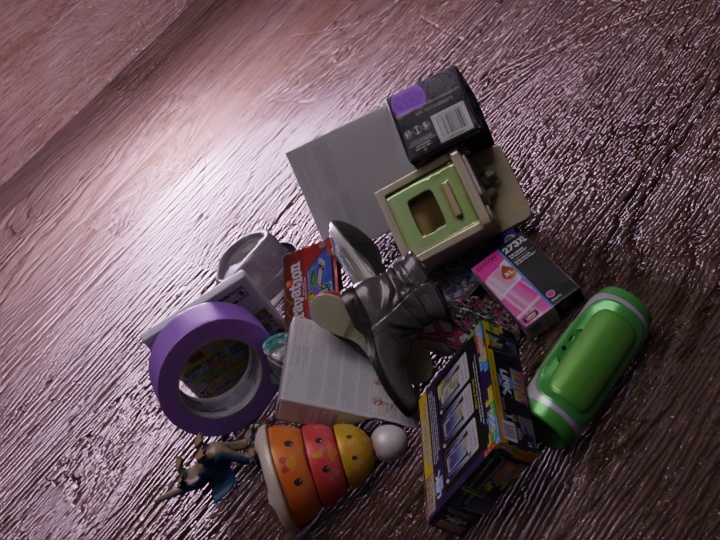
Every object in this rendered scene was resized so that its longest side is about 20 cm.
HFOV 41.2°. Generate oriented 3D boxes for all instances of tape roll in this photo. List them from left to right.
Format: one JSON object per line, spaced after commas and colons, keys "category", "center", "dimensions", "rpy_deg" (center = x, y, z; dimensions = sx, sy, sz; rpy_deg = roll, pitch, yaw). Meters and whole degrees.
{"category": "tape roll", "center": [-0.225, 0.154, 1.488], "dimensions": [0.200, 0.201, 0.066], "rpy_deg": [-40, 33, -6]}

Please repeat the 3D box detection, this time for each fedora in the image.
{"category": "fedora", "center": [-0.203, 0.002, 1.755], "dimensions": [0.176, 0.091, 0.201], "rpy_deg": [8, 54, 48]}

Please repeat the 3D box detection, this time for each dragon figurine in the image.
{"category": "dragon figurine", "center": [-0.222, 0.304, 1.430], "dimensions": [0.201, 0.099, 0.059], "rpy_deg": [-51, 32, 14]}

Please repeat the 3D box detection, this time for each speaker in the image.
{"category": "speaker", "center": [0.274, 0.117, 1.172], "dimensions": [0.088, 0.089, 0.200], "rpy_deg": [15, 59, 51]}

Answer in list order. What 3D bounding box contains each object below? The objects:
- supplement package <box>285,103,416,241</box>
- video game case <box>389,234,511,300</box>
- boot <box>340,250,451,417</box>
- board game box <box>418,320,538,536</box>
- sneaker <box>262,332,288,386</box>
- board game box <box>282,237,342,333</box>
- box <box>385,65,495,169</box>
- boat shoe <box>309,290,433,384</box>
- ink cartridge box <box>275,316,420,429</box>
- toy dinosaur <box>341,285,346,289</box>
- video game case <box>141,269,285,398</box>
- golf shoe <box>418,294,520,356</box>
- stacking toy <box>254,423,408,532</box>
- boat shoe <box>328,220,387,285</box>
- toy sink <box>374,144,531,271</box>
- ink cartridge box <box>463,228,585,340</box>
{"category": "supplement package", "center": [0.015, -0.157, 1.619], "dimensions": [0.198, 0.194, 0.147], "rpy_deg": [-23, 5, 19]}
{"category": "video game case", "center": [0.131, -0.001, 1.507], "dimensions": [0.181, 0.026, 0.199], "rpy_deg": [-45, 34, -12]}
{"category": "boot", "center": [0.068, 0.085, 1.297], "dimensions": [0.130, 0.202, 0.070], "rpy_deg": [-26, 0, 1]}
{"category": "board game box", "center": [0.137, 0.190, 1.170], "dimensions": [0.166, 0.056, 0.201], "rpy_deg": [-58, 20, 34]}
{"category": "sneaker", "center": [-0.065, 0.174, 1.438], "dimensions": [0.199, 0.092, 0.077], "rpy_deg": [32, 45, 32]}
{"category": "board game box", "center": [-0.076, 0.048, 1.537], "dimensions": [0.102, 0.019, 0.202], "rpy_deg": [-20, 55, 22]}
{"category": "box", "center": [0.130, -0.220, 1.486], "dimensions": [0.121, 0.200, 0.107], "rpy_deg": [-23, 80, 14]}
{"category": "boat shoe", "center": [0.017, 0.093, 1.365], "dimensions": [0.072, 0.198, 0.063], "rpy_deg": [-60, -2, 2]}
{"category": "ink cartridge box", "center": [-0.014, 0.156, 1.367], "dimensions": [0.161, 0.197, 0.048], "rpy_deg": [-84, 11, -49]}
{"category": "toy dinosaur", "center": [-0.020, 0.086, 1.533], "dimensions": [0.198, 0.060, 0.107], "rpy_deg": [8, 66, 34]}
{"category": "video game case", "center": [-0.221, 0.113, 1.551], "dimensions": [0.198, 0.183, 0.023], "rpy_deg": [-32, 36, 7]}
{"category": "golf shoe", "center": [0.134, 0.082, 1.362], "dimensions": [0.198, 0.093, 0.073], "rpy_deg": [16, 42, 26]}
{"category": "stacking toy", "center": [-0.032, 0.250, 1.284], "dimensions": [0.197, 0.148, 0.147], "rpy_deg": [-19, 33, -3]}
{"category": "boat shoe", "center": [0.001, 0.001, 1.511], "dimensions": [0.065, 0.074, 0.203], "rpy_deg": [-51, 58, 25]}
{"category": "toy sink", "center": [0.141, -0.099, 1.443], "dimensions": [0.198, 0.112, 0.132], "rpy_deg": [-27, 78, 13]}
{"category": "ink cartridge box", "center": [0.227, 0.008, 1.375], "dimensions": [0.094, 0.037, 0.200], "rpy_deg": [-36, 39, -1]}
